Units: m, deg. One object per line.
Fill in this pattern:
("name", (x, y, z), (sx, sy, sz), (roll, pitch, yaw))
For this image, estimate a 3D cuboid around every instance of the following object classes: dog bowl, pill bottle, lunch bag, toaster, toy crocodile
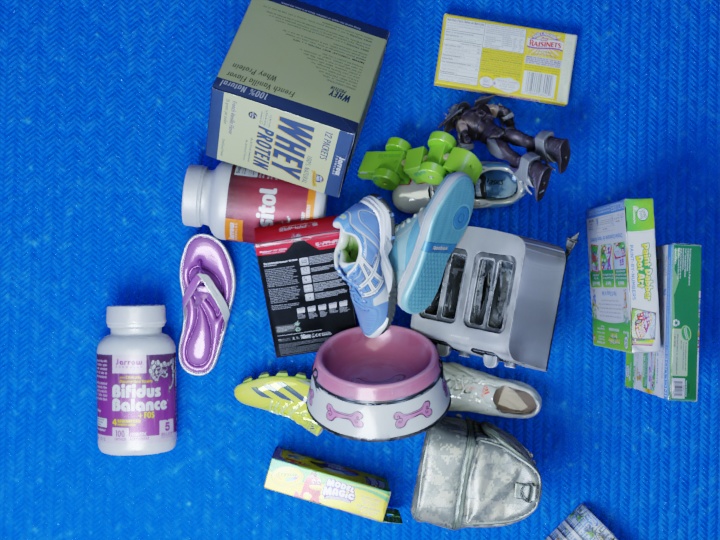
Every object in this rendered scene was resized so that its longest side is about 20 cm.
("dog bowl", (0.023, 0.143, 1.464), (0.196, 0.201, 0.075), (-3, 115, -1))
("pill bottle", (-0.146, -0.094, 1.533), (0.196, 0.113, 0.115), (6, 89, 0))
("lunch bag", (0.162, 0.278, 1.494), (0.165, 0.200, 0.142), (12, 88, 5))
("pill bottle", (-0.313, 0.150, 1.527), (0.110, 0.112, 0.204), (-1, 90, -1))
("toaster", (0.180, 0.029, 1.499), (0.179, 0.118, 0.204), (11, 89, 42))
("toy crocodile", (0.079, -0.146, 1.524), (0.198, 0.062, 0.068), (-1, 59, 39))

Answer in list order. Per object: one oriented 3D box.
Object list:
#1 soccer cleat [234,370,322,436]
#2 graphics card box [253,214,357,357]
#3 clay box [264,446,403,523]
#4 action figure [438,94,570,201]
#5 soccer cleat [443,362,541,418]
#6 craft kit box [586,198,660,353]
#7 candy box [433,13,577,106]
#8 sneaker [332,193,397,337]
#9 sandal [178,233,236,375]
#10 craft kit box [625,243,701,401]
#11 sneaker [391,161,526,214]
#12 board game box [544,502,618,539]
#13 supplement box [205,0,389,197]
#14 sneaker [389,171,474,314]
("soccer cleat", (-0.082, 0.191, 1.550), (0.196, 0.065, 0.085), (3, 73, -3))
("graphics card box", (-0.073, 0.024, 1.511), (0.123, 0.051, 0.202), (-9, 126, -1))
("clay box", (-0.033, 0.301, 1.529), (0.197, 0.115, 0.048), (15, 88, -2))
("action figure", (0.194, -0.183, 1.533), (0.130, 0.070, 0.199), (-39, 56, -24))
("soccer cleat", (0.162, 0.172, 1.552), (0.196, 0.078, 0.071), (8, 89, -1))
("craft kit box", (0.358, 0.008, 1.497), (0.048, 0.200, 0.201), (0, 90, -2))
("candy box", (0.210, -0.305, 1.584), (0.196, 0.026, 0.104), (9, 86, -1))
("sneaker", (0.000, 0.000, 1.443), (0.076, 0.075, 0.203), (-23, 121, -32))
("sandal", (-0.220, 0.052, 1.547), (0.081, 0.050, 0.206), (3, 100, -2))
("craft kit box", (0.411, 0.068, 1.492), (0.048, 0.197, 0.204), (2, 90, -5))
("sneaker", (0.142, -0.120, 1.559), (0.196, 0.072, 0.073), (-7, 92, 0))
("board game box", (0.321, 0.479, 1.560), (0.200, 0.062, 0.200), (-44, 90, -2))
("supplement box", (-0.085, -0.241, 1.482), (0.197, 0.135, 0.202), (17, 55, -1))
("sneaker", (0.068, -0.058, 1.485), (0.130, 0.079, 0.202), (35, 105, 41))
